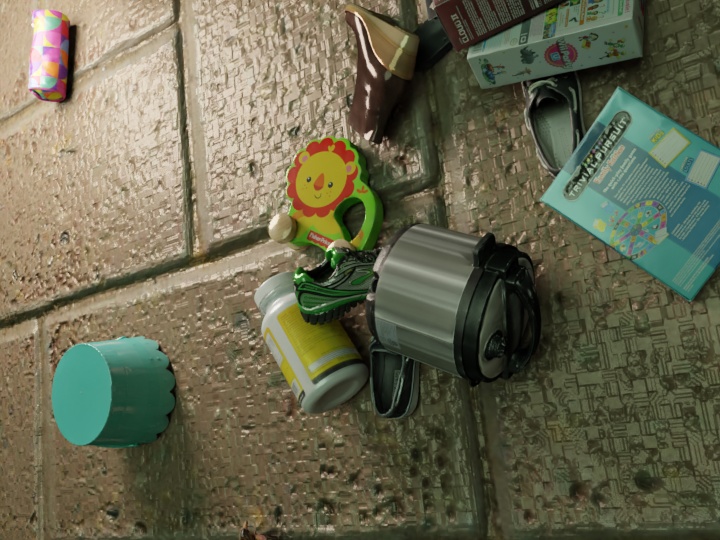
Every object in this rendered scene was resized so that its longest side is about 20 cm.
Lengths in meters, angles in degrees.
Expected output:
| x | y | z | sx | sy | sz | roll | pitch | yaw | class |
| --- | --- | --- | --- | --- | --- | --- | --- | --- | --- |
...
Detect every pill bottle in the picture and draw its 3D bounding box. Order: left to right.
| x | y | z | sx | sy | sz | roll | pitch | yaw | class |
| --- | --- | --- | --- | --- | --- | --- | --- | --- | --- |
| -0.080 | 0.103 | 0.991 | 0.112 | 0.112 | 0.201 | -44 | 63 | 21 | pill bottle |

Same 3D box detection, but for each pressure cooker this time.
| x | y | z | sx | sy | sz | roll | pitch | yaw | class |
| --- | --- | --- | --- | --- | --- | --- | --- | --- | --- |
| 0.128 | 0.045 | 0.819 | 0.198 | 0.175 | 0.181 | 17 | 86 | 34 | pressure cooker |

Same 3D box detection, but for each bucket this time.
| x | y | z | sx | sy | sz | roll | pitch | yaw | class |
| --- | --- | --- | --- | --- | --- | --- | --- | --- | --- |
| -0.455 | 0.223 | 1.210 | 0.205 | 0.134 | 0.210 | -5 | 81 | 33 | bucket |

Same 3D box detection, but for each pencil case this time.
| x | y | z | sx | sy | sz | roll | pitch | yaw | class |
| --- | --- | --- | --- | --- | --- | --- | --- | --- | --- |
| -0.707 | -0.488 | 1.501 | 0.088 | 0.088 | 0.203 | -7 | 79 | 32 | pencil case |

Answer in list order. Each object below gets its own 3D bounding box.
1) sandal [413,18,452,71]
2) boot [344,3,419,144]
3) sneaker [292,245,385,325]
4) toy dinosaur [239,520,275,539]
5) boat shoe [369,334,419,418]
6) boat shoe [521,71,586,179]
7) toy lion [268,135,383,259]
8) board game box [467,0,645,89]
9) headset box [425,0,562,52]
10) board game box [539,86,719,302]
| x | y | z | sx | sy | sz | roll | pitch | yaw | class |
| --- | --- | --- | --- | --- | --- | --- | --- | --- | --- |
| 0.136 | -0.369 | 0.949 | 0.200 | 0.043 | 0.076 | -45 | 63 | 21 | sandal |
| 0.006 | -0.305 | 1.014 | 0.200 | 0.072 | 0.168 | 51 | 127 | 45 | boot |
| 0.000 | 0.000 | 0.919 | 0.198 | 0.086 | 0.078 | -25 | 28 | -9 | sneaker |
| -0.186 | 0.479 | 1.035 | 0.200 | 0.085 | 0.137 | -43 | 51 | 40 | toy dinosaur |
| 0.044 | 0.106 | 0.933 | 0.071 | 0.068 | 0.203 | -1 | 80 | 33 | boat shoe |
| 0.243 | -0.209 | 0.847 | 0.073 | 0.060 | 0.203 | -15 | 75 | 33 | boat shoe |
| -0.044 | -0.109 | 1.031 | 0.199 | 0.068 | 0.193 | 26 | 91 | 33 | toy lion |
| 0.246 | -0.318 | 0.827 | 0.198 | 0.064 | 0.149 | -4 | 58 | 34 | board game box |
| 0.170 | -0.376 | 0.825 | 0.198 | 0.077 | 0.150 | -21 | 47 | 22 | headset box |
| 0.331 | -0.086 | 0.749 | 0.199 | 0.047 | 0.152 | 37 | 104 | 14 | board game box |
